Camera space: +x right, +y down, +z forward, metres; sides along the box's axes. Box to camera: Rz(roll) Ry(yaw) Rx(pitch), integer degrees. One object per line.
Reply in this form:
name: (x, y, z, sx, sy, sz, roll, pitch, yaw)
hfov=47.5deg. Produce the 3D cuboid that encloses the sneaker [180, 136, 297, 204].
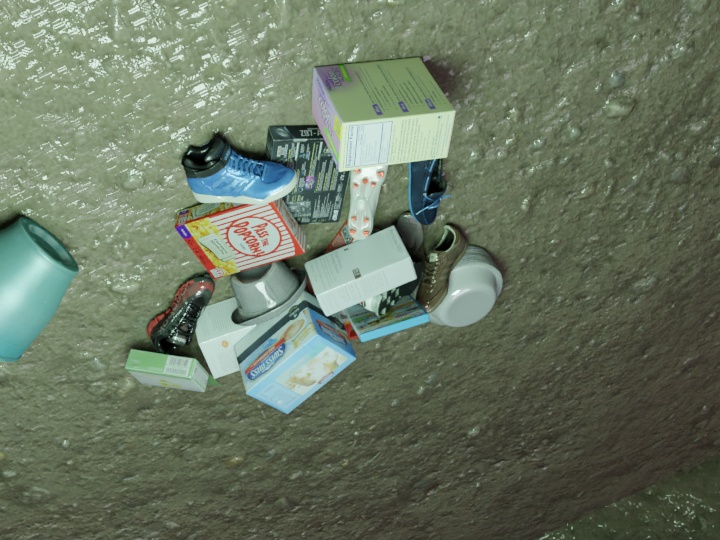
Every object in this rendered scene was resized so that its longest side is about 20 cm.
sneaker: (-0.214, -0.178, 1.418, 0.198, 0.077, 0.112, 0, 140, 15)

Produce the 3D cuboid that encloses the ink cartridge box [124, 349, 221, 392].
ink cartridge box: (-0.387, 0.225, 1.714, 0.144, 0.048, 0.200, 6, 155, 10)

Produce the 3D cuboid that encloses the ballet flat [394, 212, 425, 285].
ballet flat: (0.111, -0.051, 1.757, 0.067, 0.047, 0.201, -4, 133, 12)

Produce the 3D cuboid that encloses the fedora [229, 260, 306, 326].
fedora: (-0.197, 0.023, 1.609, 0.176, 0.200, 0.091, -33, 112, -4)

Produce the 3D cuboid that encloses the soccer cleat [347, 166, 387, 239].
soccer cleat: (0.010, -0.159, 1.586, 0.068, 0.078, 0.202, 11, 112, -1)

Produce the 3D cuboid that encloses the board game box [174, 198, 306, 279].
board game box: (-0.221, -0.072, 1.527, 0.198, 0.047, 0.152, -16, 135, 16)

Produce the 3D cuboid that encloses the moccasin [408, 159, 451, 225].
moccasin: (0.135, -0.162, 1.611, 0.081, 0.068, 0.201, -55, 150, -30)

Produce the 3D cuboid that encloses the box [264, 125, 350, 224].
box: (-0.102, -0.174, 1.527, 0.158, 0.044, 0.201, -5, 135, -20)

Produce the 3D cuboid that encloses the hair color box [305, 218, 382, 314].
hair color box: (-0.029, -0.004, 1.720, 0.110, 0.064, 0.200, 16, 126, -36)

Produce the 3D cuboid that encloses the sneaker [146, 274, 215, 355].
sneaker: (-0.355, 0.097, 1.646, 0.071, 0.098, 0.200, 26, 117, -39)

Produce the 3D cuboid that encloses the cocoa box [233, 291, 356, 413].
cocoa box: (-0.133, 0.165, 1.645, 0.200, 0.132, 0.133, -40, 135, 15)

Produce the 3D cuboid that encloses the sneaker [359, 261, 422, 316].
sneaker: (0.056, 0.021, 1.698, 0.199, 0.088, 0.075, -30, 134, -49)

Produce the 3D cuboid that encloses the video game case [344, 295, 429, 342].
video game case: (0.051, 0.091, 1.674, 0.142, 0.200, 0.018, -16, 104, -6)

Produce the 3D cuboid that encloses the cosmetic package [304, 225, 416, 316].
cosmetic package: (0.000, 0.000, 1.616, 0.198, 0.102, 0.074, -25, 137, -1)

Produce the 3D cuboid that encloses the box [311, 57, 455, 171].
box: (0.035, -0.269, 1.394, 0.198, 0.177, 0.097, -9, 136, -16)

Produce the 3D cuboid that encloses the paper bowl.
paper bowl: (0.228, 0.049, 1.862, 0.198, 0.105, 0.202, -13, 138, -12)

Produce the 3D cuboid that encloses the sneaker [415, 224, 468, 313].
sneaker: (0.159, -0.007, 1.751, 0.076, 0.070, 0.201, 45, 65, -41)

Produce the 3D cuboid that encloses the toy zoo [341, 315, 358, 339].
toy zoo: (-0.020, 0.108, 1.868, 0.198, 0.021, 0.132, -6, 135, -19)

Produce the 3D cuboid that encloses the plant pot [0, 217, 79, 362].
plant pot: (-0.596, 0.019, 1.400, 0.188, 0.200, 0.200, -45, 136, 0)

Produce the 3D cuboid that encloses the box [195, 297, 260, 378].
box: (-0.239, 0.126, 1.729, 0.198, 0.098, 0.125, -18, 137, -6)
